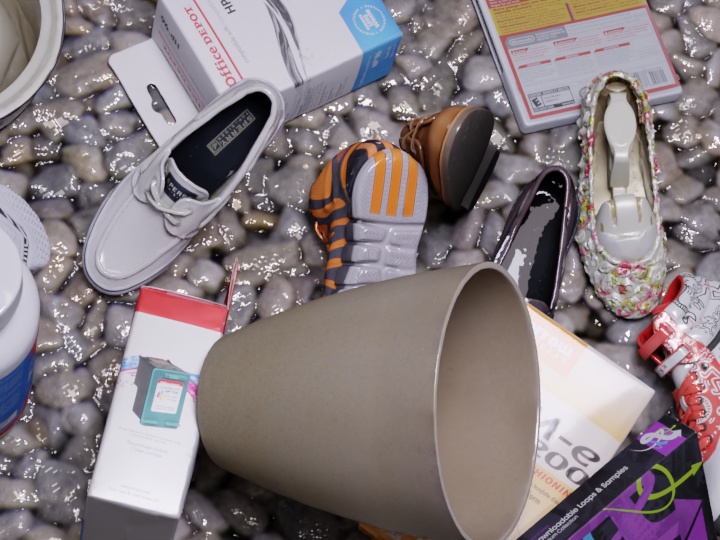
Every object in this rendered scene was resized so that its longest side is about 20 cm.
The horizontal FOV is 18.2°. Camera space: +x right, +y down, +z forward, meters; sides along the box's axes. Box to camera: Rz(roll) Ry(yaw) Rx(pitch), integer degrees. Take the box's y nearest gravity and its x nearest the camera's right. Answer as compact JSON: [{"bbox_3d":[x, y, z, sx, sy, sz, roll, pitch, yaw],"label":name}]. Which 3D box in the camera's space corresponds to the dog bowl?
[{"bbox_3d":[-0.323,-0.177,1.694,0.198,0.074,0.202,4,66,-10],"label":"dog bowl"}]

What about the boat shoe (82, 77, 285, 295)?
[{"bbox_3d":[-0.130,-0.061,1.650,0.200,0.066,0.072,-42,92,1],"label":"boat shoe"}]

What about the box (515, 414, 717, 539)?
[{"bbox_3d":[0.170,0.215,1.587,0.199,0.144,0.036,-36,40,-23],"label":"box"}]

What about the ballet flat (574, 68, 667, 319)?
[{"bbox_3d":[0.199,-0.065,1.745,0.075,0.064,0.202,-6,73,0],"label":"ballet flat"}]

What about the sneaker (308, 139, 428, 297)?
[{"bbox_3d":[0.000,0.000,1.683,0.077,0.112,0.202,10,98,-20],"label":"sneaker"}]

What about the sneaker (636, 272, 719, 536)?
[{"bbox_3d":[0.252,0.095,1.691,0.107,0.067,0.202,24,59,-7],"label":"sneaker"}]

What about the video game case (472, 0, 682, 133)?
[{"bbox_3d":[0.165,-0.216,1.840,0.142,0.017,0.201,-13,70,-16],"label":"video game case"}]

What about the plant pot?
[{"bbox_3d":[-0.003,0.090,1.516,0.198,0.187,0.189,-1,62,25],"label":"plant pot"}]

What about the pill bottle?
[{"bbox_3d":[-0.275,0.041,1.537,0.111,0.200,0.113,4,66,-10],"label":"pill bottle"}]

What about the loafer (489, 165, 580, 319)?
[{"bbox_3d":[0.119,0.013,1.694,0.071,0.063,0.201,16,71,6],"label":"loafer"}]

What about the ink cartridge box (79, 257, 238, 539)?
[{"bbox_3d":[-0.141,0.093,1.588,0.067,0.116,0.201,14,64,-4],"label":"ink cartridge box"}]

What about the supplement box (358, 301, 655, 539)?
[{"bbox_3d":[0.103,0.136,1.611,0.126,0.074,0.201,34,82,5],"label":"supplement box"}]

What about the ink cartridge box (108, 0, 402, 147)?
[{"bbox_3d":[-0.083,-0.174,1.744,0.199,0.068,0.116,-27,74,-20],"label":"ink cartridge box"}]

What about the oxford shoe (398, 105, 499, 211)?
[{"bbox_3d":[0.059,-0.089,1.672,0.071,0.200,0.072,28,85,7],"label":"oxford shoe"}]

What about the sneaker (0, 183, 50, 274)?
[{"bbox_3d":[-0.328,-0.017,1.626,0.199,0.115,0.076,9,60,-46],"label":"sneaker"}]
